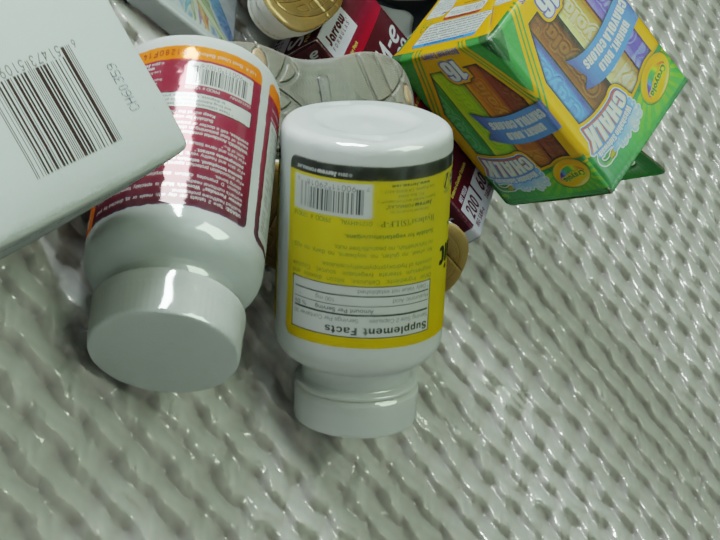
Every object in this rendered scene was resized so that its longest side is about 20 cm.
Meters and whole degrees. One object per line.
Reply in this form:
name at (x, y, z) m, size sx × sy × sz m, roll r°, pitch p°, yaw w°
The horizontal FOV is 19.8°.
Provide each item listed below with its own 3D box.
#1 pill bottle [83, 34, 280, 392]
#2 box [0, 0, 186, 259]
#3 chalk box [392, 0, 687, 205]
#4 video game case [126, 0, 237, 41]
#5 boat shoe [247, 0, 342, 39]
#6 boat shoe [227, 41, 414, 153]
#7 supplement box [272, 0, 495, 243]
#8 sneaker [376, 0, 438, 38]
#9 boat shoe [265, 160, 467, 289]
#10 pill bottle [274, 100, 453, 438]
pill bottle at (-0.109, -0.035, 1.250) m, size 0.109 × 0.109 × 0.201 m, roll 35°, pitch 46°, yaw -37°
box at (-0.231, -0.099, 1.105) m, size 0.201 × 0.130 × 0.199 m, roll 60°, pitch 32°, yaw -4°
chalk box at (0.145, -0.131, 1.533) m, size 0.200 × 0.125 × 0.124 m, roll 49°, pitch 61°, yaw -21°
video game case at (-0.157, -0.263, 1.436) m, size 0.200 × 0.022 × 0.183 m, roll 37°, pitch 41°, yaw -36°
boat shoe at (-0.055, -0.216, 1.503) m, size 0.071 × 0.069 × 0.200 m, roll 49°, pitch 29°, yaw -20°
boat shoe at (-0.061, -0.110, 1.411) m, size 0.199 × 0.072 × 0.076 m, roll 2°, pitch 78°, yaw -30°
supplement box at (0.020, -0.115, 1.547) m, size 0.200 × 0.061 × 0.109 m, roll 48°, pitch 35°, yaw -21°
sneaker at (0.044, -0.255, 1.619) m, size 0.200 × 0.129 × 0.080 m, roll 54°, pitch 32°, yaw -14°
boat shoe at (-0.024, -0.032, 1.413) m, size 0.199 × 0.071 × 0.069 m, roll 18°, pitch 10°, yaw -31°
pill bottle at (0.000, 0.000, 1.322) m, size 0.111 × 0.111 × 0.201 m, roll -31°, pitch 129°, yaw -58°
